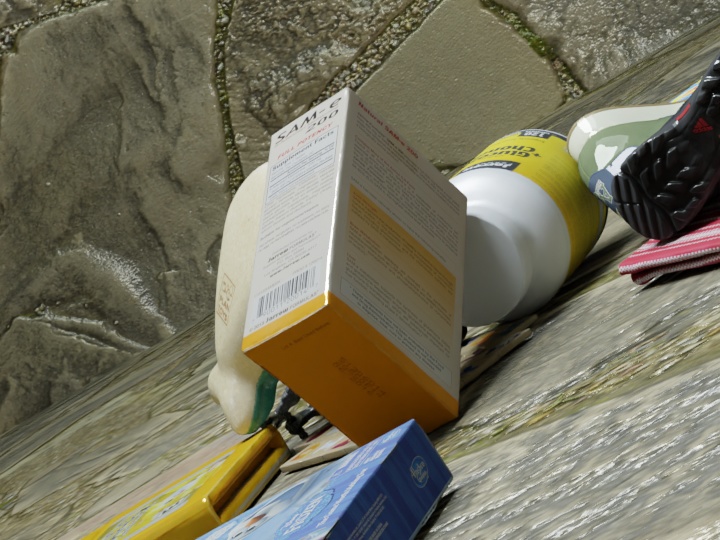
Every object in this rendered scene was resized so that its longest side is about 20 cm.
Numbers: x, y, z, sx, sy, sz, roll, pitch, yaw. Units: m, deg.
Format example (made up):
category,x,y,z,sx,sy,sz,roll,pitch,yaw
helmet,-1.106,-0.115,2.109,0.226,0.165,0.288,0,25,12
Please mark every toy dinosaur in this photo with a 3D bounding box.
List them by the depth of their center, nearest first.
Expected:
category,x,y,z,sx,sy,sz,roll,pitch,yaw
toy dinosaur,-0.036,0.093,1.566,0.088,0.047,0.200,-42,-4,-26

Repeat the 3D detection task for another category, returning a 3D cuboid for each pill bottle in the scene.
category,x,y,z,sx,sy,sz,roll,pitch,yaw
pill bottle,0.106,-0.028,1.479,0.112,0.112,0.200,-30,5,25

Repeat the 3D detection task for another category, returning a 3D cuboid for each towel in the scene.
category,x,y,z,sx,sy,sz,roll,pitch,yaw
towel,0.266,-0.056,1.265,0.200,0.023,0.145,-36,8,-23

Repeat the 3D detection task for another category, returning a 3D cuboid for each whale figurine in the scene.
category,x,y,z,sx,sy,sz,roll,pitch,yaw
whale figurine,-0.049,0.020,1.483,0.103,0.201,0.159,10,15,-25

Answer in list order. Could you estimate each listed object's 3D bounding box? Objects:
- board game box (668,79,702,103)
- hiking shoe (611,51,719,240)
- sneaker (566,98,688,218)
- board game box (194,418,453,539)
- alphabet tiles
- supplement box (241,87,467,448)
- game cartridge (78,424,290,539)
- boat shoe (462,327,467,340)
category,x,y,z,sx,sy,sz,roll,pitch,yaw
board game box,0.366,-0.173,1.637,0.196,0.056,0.200,-34,5,-32
hiking shoe,0.240,-0.104,1.256,0.200,0.076,0.101,-39,-1,29
sneaker,0.254,-0.086,1.465,0.199,0.067,0.090,-14,42,-1
board game box,-0.068,0.164,1.003,0.199,0.043,0.200,-32,4,22
alphabet tiles,0.033,0.085,1.420,0.166,0.006,0.200,-35,5,-30
supplement box,0.000,0.000,1.292,0.073,0.126,0.200,-30,35,30
game cartridge,-0.156,0.188,1.436,0.200,0.033,0.176,-30,5,17
boat shoe,0.010,0.058,1.420,0.066,0.074,0.200,-36,-9,26
